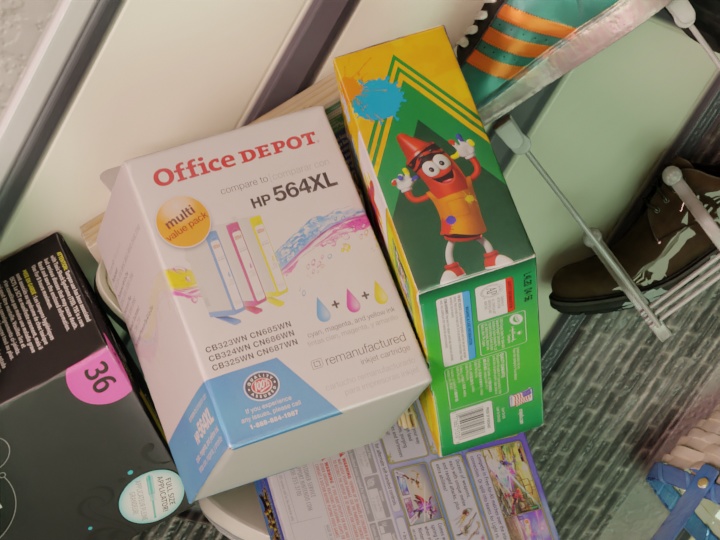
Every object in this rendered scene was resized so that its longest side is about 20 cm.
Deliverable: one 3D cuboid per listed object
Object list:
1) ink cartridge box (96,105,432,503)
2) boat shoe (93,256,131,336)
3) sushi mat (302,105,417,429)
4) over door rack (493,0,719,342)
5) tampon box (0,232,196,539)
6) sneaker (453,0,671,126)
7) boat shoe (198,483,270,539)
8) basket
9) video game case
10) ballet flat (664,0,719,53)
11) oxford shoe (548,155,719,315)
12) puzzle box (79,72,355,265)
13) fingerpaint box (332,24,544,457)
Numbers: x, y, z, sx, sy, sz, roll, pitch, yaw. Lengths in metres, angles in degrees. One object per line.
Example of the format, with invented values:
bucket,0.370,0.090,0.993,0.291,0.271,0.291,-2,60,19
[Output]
ink cartridge box,-0.065,0.009,1.249,0.128,0.201,0.125,-17,166,-19
boat shoe,-0.088,0.048,1.358,0.199,0.075,0.066,20,144,-27
sushi mat,0.000,0.000,1.342,0.012,0.096,0.201,-19,131,-6
over door rack,0.195,-0.072,1.403,0.148,0.067,0.200,-37,114,6
tampon box,-0.228,0.105,1.327,0.199,0.126,0.150,-28,132,-3
sneaker,0.096,-0.151,1.335,0.200,0.071,0.080,-33,98,17
boat shoe,-0.025,0.204,1.478,0.200,0.070,0.072,24,120,11
basket,0.286,0.206,1.626,0.200,0.139,0.176,-56,135,-19
video game case,0.025,0.141,1.433,0.180,0.201,0.045,-11,159,-17
ballet flat,0.254,-0.171,1.410,0.200,0.057,0.066,30,136,-33
oxford shoe,0.212,-0.034,1.482,0.199,0.073,0.085,-27,106,1
puzzle box,-0.062,-0.029,1.373,0.199,0.025,0.133,-31,131,-1
fingerpaint box,0.049,-0.014,1.268,0.073,0.167,0.200,-17,148,-4
